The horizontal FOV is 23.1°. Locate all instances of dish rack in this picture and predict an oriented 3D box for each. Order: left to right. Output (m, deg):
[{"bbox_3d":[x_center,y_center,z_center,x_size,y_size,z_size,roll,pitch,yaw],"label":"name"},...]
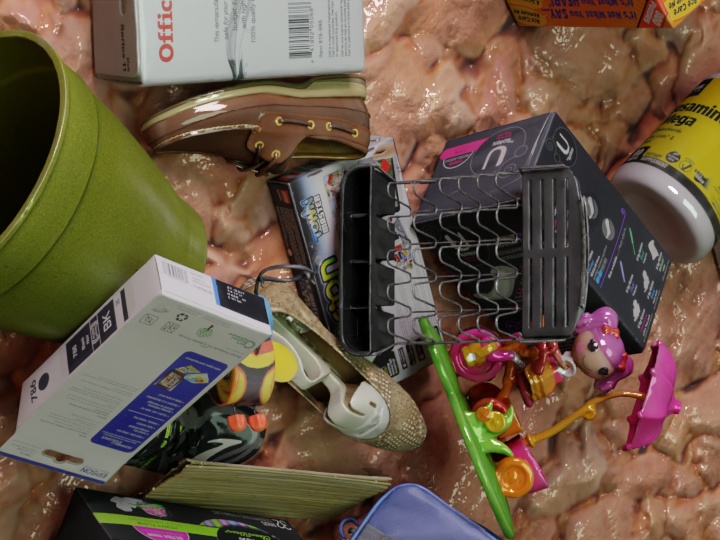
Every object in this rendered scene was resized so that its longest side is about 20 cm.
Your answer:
[{"bbox_3d":[0.081,-0.011,1.378,0.054,0.199,0.154,8,80,-60],"label":"dish rack"}]

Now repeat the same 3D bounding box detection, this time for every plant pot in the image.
[{"bbox_3d":[-0.215,-0.034,1.239,0.193,0.200,0.201,36,77,-45],"label":"plant pot"}]

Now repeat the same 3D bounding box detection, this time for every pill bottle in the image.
[{"bbox_3d":[0.330,-0.110,1.627,0.200,0.112,0.113,-45,119,-21],"label":"pill bottle"}]

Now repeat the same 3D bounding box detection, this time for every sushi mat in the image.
[{"bbox_3d":[-0.079,0.177,1.414,0.199,0.096,0.012,10,60,-35],"label":"sushi mat"}]

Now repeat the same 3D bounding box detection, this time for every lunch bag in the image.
[{"bbox_3d":[0.063,0.269,1.451,0.136,0.200,0.132,-54,165,-17],"label":"lunch bag"}]

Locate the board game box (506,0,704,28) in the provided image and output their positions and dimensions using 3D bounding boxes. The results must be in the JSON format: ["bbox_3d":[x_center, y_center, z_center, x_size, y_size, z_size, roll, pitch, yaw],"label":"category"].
[{"bbox_3d":[0.216,-0.339,1.461,0.200,0.200,0.200,-41,117,-22],"label":"board game box"}]

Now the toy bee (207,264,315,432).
[{"bbox_3d":[-0.104,0.068,1.300,0.130,0.200,0.109,-1,79,-11],"label":"toy bee"}]

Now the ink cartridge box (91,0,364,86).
[{"bbox_3d":[-0.101,-0.219,1.337,0.199,0.083,0.147,-7,101,-34],"label":"ink cartridge box"}]

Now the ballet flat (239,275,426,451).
[{"bbox_3d":[-0.029,0.089,1.414,0.200,0.065,0.071,41,116,-10],"label":"ballet flat"}]

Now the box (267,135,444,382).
[{"bbox_3d":[0.000,0.000,1.468,0.110,0.035,0.201,-24,110,-29],"label":"box"}]

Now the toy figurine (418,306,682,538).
[{"bbox_3d":[0.168,0.096,1.458,0.183,0.150,0.201,-23,97,4],"label":"toy figurine"}]

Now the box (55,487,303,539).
[{"bbox_3d":[-0.129,0.263,1.340,0.199,0.148,0.125,15,104,-35],"label":"box"}]

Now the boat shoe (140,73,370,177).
[{"bbox_3d":[-0.074,-0.108,1.370,0.199,0.072,0.068,-10,83,-34],"label":"boat shoe"}]

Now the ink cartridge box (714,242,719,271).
[{"bbox_3d":[0.456,-0.006,1.745,0.200,0.083,0.146,-30,112,-27],"label":"ink cartridge box"}]

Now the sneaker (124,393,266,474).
[{"bbox_3d":[-0.158,0.125,1.351,0.199,0.083,0.071,12,91,-35],"label":"sneaker"}]

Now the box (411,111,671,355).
[{"bbox_3d":[0.157,-0.023,1.503,0.200,0.122,0.106,48,49,-31],"label":"box"}]

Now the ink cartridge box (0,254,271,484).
[{"bbox_3d":[-0.162,0.073,1.227,0.099,0.039,0.200,23,127,-39],"label":"ink cartridge box"}]
